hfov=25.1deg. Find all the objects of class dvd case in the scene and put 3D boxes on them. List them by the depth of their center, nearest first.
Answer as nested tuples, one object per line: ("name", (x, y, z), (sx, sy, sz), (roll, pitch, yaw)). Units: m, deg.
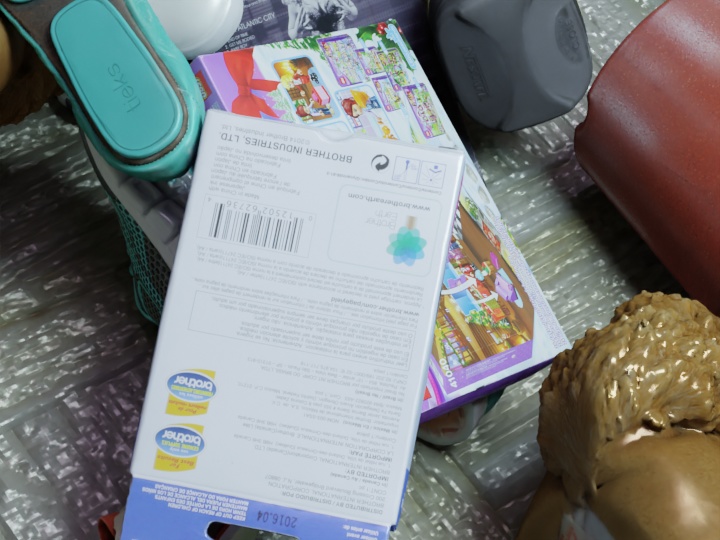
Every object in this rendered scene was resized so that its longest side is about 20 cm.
("dvd case", (-0.017, -0.113, 0.910), (0.148, 0.016, 0.201), (-26, 102, -33))

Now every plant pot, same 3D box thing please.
("plant pot", (0.238, -0.053, 0.920), (0.200, 0.201, 0.195), (-21, 55, -31))

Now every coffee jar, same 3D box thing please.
("coffee jar", (0.082, -0.172, 0.971), (0.085, 0.105, 0.200), (-18, 36, 10))

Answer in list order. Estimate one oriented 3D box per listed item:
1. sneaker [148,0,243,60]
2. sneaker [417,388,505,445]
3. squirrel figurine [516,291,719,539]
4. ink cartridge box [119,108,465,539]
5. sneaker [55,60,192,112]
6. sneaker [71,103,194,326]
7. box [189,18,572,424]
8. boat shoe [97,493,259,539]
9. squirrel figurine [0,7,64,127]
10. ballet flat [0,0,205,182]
("sneaker", (-0.152, -0.173, 0.822), (0.200, 0.073, 0.085), (34, 5, 14))
("sneaker", (0.000, 0.000, 0.861), (0.200, 0.071, 0.080), (46, 43, -2))
("squirrel figurine", (0.176, 0.103, 0.770), (0.186, 0.141, 0.201), (-7, 82, -31))
("ink cartridge box", (-0.029, 0.036, 0.714), (0.119, 0.042, 0.201), (10, 77, 4))
("sneaker", (-0.090, -0.168, 0.932), (0.076, 0.116, 0.200), (38, 51, 16))
("sneaker", (-0.096, -0.015, 0.817), (0.077, 0.091, 0.201), (-20, 76, -39))
("box", (0.006, -0.023, 0.803), (0.136, 0.039, 0.201), (-17, 75, -42))
("boat shoe", (-0.098, 0.135, 0.731), (0.062, 0.071, 0.200), (33, 54, 12))
("squirrel figurine", (-0.250, -0.090, 0.800), (0.200, 0.186, 0.142), (4, 53, -60))
("ballet flat", (-0.132, -0.123, 0.767), (0.067, 0.070, 0.201), (-29, 76, -2))
